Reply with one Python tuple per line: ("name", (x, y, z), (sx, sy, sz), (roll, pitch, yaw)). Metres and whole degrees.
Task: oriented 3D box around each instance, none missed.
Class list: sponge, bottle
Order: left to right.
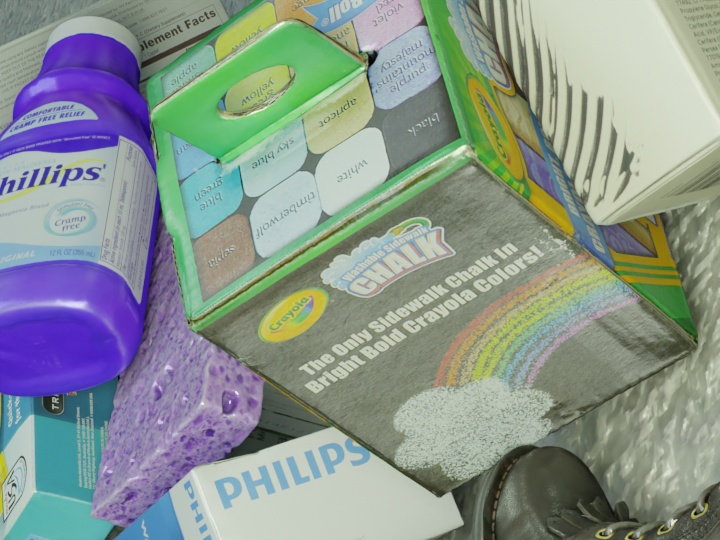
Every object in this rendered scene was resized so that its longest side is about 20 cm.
("bottle", (-0.132, -0.035, 1.224), (0.083, 0.065, 0.200), (-10, 44, 15))
("sponge", (-0.068, 0.004, 1.175), (0.112, 0.030, 0.200), (-45, 30, 48))

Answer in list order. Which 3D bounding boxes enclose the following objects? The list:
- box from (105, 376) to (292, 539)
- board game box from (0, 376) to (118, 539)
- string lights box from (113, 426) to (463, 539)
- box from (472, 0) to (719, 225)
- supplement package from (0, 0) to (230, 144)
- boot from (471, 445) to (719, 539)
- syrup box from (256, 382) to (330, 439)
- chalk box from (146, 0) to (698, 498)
("box", (-0.116, 0.100, 1.340), (0.200, 0.105, 0.184), (-10, 66, 65))
("board game box", (-0.175, 0.107, 1.276), (0.200, 0.047, 0.151), (-54, 31, 39))
("string lights box", (-0.046, 0.119, 1.127), (0.059, 0.103, 0.200), (68, 155, 11))
("box", (0.079, -0.120, 0.945), (0.068, 0.082, 0.200), (-37, 74, 37))
("supplement package", (-0.162, -0.067, 1.445), (0.111, 0.156, 0.200), (63, 152, -2))
("boot", (0.123, 0.086, 0.883), (0.174, 0.069, 0.200), (-54, 34, 28))
("syrup box", (0.000, 0.000, 1.174), (0.200, 0.079, 0.082), (-42, 38, 51))
("chalk box", (0.008, -0.032, 0.953), (0.124, 0.200, 0.124), (-31, 46, 21))
